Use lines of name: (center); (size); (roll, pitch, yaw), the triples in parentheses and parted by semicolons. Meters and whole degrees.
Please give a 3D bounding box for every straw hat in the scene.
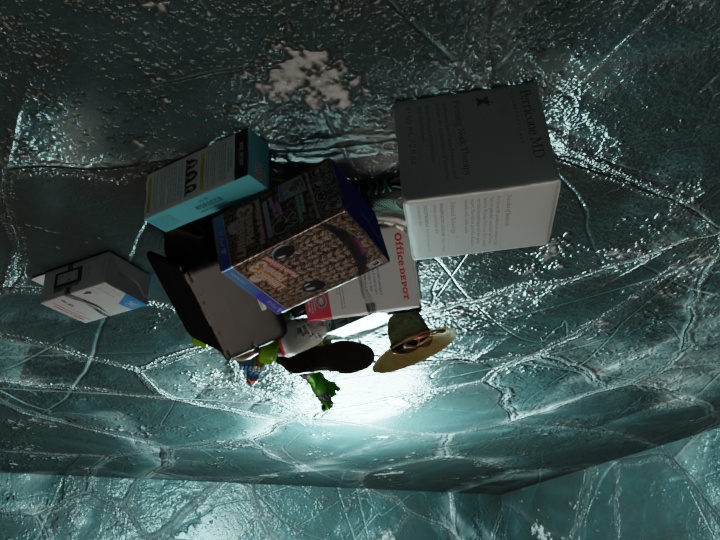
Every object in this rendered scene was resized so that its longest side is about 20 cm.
straw hat: (0.096, 0.125, 1.445); (0.200, 0.085, 0.201); (-21, 158, -9)

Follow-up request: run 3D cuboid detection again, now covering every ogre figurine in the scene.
ogre figurine: (-0.097, 0.203, 1.595); (0.098, 0.201, 0.120); (-6, 140, 33)

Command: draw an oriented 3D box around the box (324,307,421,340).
box: (0.005, 0.100, 1.513); (0.199, 0.049, 0.161); (-26, 164, 38)

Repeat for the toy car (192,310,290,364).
toy car: (-0.219, 0.059, 1.359); (0.163, 0.158, 0.201); (15, 135, 1)

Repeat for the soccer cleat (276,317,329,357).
soccer cleat: (-0.109, 0.118, 1.344); (0.085, 0.069, 0.200); (-14, 178, 7)

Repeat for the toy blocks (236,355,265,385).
toy blocks: (-0.235, 0.161, 1.547); (0.099, 0.137, 0.200); (5, 151, -16)

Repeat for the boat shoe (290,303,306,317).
boat shoe: (-0.085, 0.062, 1.403); (0.074, 0.063, 0.201); (-34, 165, 19)

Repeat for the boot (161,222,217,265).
boot: (-0.255, -0.009, 1.220); (0.199, 0.073, 0.167); (26, 152, 14)

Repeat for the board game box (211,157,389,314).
board game box: (-0.084, -0.044, 1.041); (0.199, 0.097, 0.159); (-26, 146, 14)

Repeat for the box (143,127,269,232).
box: (-0.227, -0.130, 1.049); (0.199, 0.083, 0.049); (-18, 151, 26)

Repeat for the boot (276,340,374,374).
boot: (-0.084, 0.171, 1.464); (0.185, 0.065, 0.200); (0, 178, -15)

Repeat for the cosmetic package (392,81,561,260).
cosmetic package: (0.156, -0.133, 0.997); (0.199, 0.168, 0.167); (-8, 152, 6)

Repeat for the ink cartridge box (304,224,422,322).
ink cartridge box: (0.000, 0.000, 1.240); (0.199, 0.146, 0.084); (-8, -174, 9)

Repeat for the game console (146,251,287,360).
game console: (-0.240, 0.040, 1.213); (0.175, 0.117, 0.201); (-22, 127, -5)

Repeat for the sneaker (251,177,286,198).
sneaker: (-0.095, -0.081, 1.123); (0.199, 0.071, 0.083); (28, 108, -43)

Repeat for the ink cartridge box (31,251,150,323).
ink cartridge box: (-0.514, 0.040, 1.353); (0.199, 0.068, 0.116); (-15, 150, 22)

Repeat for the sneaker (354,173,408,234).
sneaker: (0.036, -0.119, 1.134); (0.199, 0.078, 0.092); (8, 129, -19)
